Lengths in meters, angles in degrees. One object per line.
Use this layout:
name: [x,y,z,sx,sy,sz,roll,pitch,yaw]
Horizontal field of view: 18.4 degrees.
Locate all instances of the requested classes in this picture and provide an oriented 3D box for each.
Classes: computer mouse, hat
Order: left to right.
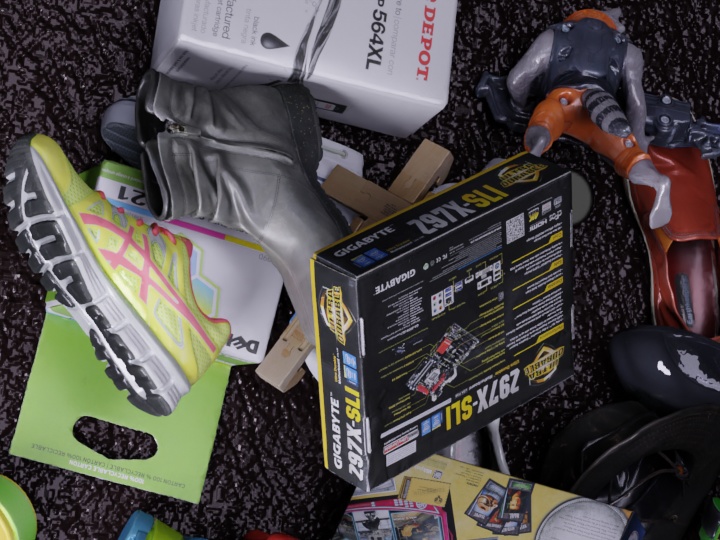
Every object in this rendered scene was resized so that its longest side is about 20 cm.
hat: [0.175,0.153,1.609,0.200,0.201,0.081,-33,56,-18]
computer mouse: [0.275,0.095,1.640,0.198,0.139,0.053,18,67,-8]

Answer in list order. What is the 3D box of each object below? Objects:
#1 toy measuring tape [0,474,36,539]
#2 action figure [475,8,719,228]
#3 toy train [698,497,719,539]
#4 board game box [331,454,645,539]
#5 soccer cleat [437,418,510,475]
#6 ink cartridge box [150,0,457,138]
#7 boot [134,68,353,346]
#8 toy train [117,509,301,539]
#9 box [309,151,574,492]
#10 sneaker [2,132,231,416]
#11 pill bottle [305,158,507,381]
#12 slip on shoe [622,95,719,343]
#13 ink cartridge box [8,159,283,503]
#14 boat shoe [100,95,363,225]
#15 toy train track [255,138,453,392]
toy measuring tape: [-0.267,0.136,1.467,0.073,0.073,0.201,-30,99,-18]
action figure: [0.188,-0.120,1.594,0.198,0.105,0.194,6,42,-7]
toy train: [0.274,0.198,1.634,0.056,0.042,0.202,13,110,-17]
board game box: [0.073,0.200,1.488,0.136,0.199,0.035,-63,147,-21]
soccer cleat: [0.079,0.189,1.581,0.068,0.085,0.202,-1,87,-19]
ink cartridge box: [-0.035,-0.191,1.556,0.198,0.084,0.147,11,74,-18]
boot: [-0.081,-0.037,1.459,0.130,0.068,0.202,-2,64,-33]
toy train: [-0.095,0.200,1.461,0.115,0.200,0.085,25,79,-12]
box: [0.058,0.031,1.457,0.199,0.049,0.161,-27,128,-35]
sneaker: [-0.156,-0.009,1.444,0.090,0.078,0.201,-37,104,-26]
pill bottle: [0.059,0.018,1.570,0.112,0.112,0.200,44,74,-12]
slip on shoe: [0.243,-0.033,1.665,0.073,0.061,0.202,-6,86,-17]
ink cartridge box: [-0.141,0.045,1.517,0.147,0.076,0.202,17,80,-18]
boat shoe: [-0.088,-0.086,1.556,0.199,0.073,0.067,25,64,-26]
toy train track: [0.000,0.000,1.518,0.114,0.033,0.201,30,76,30]
